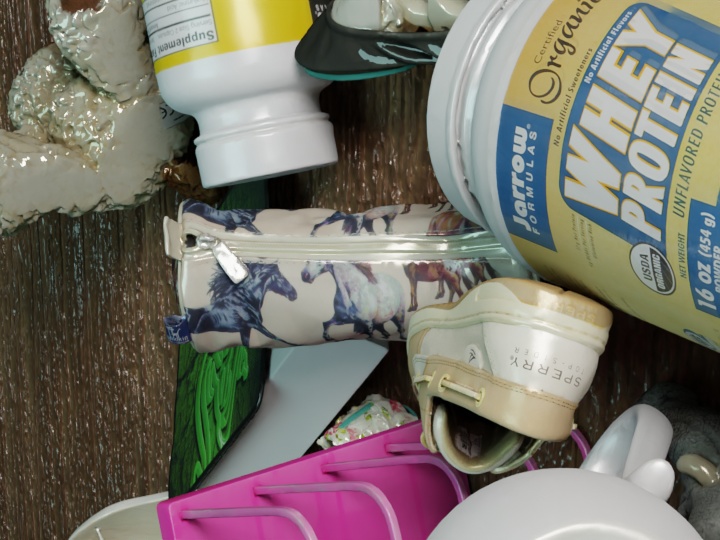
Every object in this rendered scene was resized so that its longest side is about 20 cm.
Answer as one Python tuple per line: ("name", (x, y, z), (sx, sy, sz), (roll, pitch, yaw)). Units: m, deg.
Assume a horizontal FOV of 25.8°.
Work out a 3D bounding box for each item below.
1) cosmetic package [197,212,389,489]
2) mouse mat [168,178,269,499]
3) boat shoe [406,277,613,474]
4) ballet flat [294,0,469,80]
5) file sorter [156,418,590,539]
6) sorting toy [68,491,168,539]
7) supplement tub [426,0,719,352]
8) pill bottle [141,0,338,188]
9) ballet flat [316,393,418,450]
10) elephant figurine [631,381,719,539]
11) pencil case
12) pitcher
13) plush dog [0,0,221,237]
("cosmetic package", (-0.040, 0.060, 0.942), (0.200, 0.050, 0.083), (-53, 20, 46))
("mouse mat", (-0.089, 0.033, 0.993), (0.161, 0.007, 0.202), (128, 148, -47))
("boat shoe", (0.054, 0.056, 0.702), (0.200, 0.073, 0.070), (121, 167, -76))
("ballet flat", (0.040, -0.133, 0.788), (0.198, 0.068, 0.069), (9, 129, 40))
("file sorter", (0.023, 0.161, 0.796), (0.125, 0.198, 0.141), (-10, 92, 50))
("sorting toy", (-0.087, 0.221, 1.053), (0.180, 0.106, 0.201), (-48, 61, 40))
("supplement tub", (0.135, -0.048, 0.628), (0.199, 0.143, 0.147), (24, 119, 47))
("pill bottle", (-0.070, -0.154, 0.904), (0.111, 0.110, 0.203), (-6, 95, 53))
("ballet flat", (0.009, 0.175, 0.930), (0.075, 0.063, 0.203), (-2, 99, 52))
("elephant figurine", (0.180, 0.134, 0.657), (0.141, 0.156, 0.200), (44, 155, -10))
("pencil case", (0.000, 0.000, 0.798), (0.089, 0.197, 0.079), (52, -143, -78))
("pitcher", (0.083, 0.119, 0.603), (0.120, 0.173, 0.200), (30, 169, 4))
("plush dog", (-0.183, -0.111, 1.076), (0.202, 0.159, 0.172), (-60, 32, 8))
